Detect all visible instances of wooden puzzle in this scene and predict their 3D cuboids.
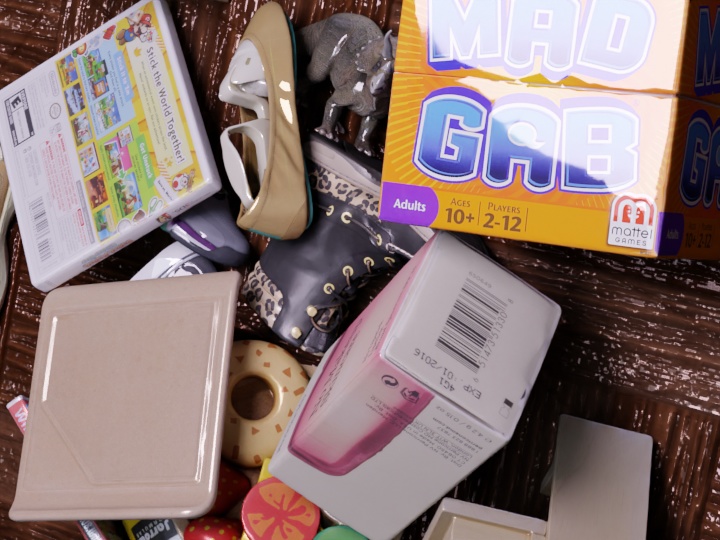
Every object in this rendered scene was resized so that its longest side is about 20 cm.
[{"bbox_3d":[-0.179,0.100,1.309,0.184,0.037,0.201,-5,64,27],"label":"wooden puzzle"}]

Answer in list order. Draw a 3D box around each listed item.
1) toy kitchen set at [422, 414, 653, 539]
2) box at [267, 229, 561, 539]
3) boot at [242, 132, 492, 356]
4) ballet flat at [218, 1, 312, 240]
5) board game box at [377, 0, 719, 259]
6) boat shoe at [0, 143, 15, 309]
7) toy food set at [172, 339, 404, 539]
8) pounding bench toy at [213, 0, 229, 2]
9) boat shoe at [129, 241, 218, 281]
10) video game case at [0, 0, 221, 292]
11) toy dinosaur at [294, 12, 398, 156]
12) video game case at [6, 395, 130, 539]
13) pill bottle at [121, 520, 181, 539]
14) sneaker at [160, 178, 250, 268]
[{"bbox_3d":[0.140,0.223,1.245,0.199,0.181,0.164,14,55,-3],"label":"toy kitchen set"},{"bbox_3d":[0.036,0.086,1.200,0.109,0.128,0.200,33,141,-7],"label":"box"},{"bbox_3d":[0.000,0.000,1.310,0.200,0.073,0.151,38,107,28],"label":"boot"},{"bbox_3d":[-0.078,-0.121,1.306,0.069,0.063,0.201,-41,53,56],"label":"ballet flat"},{"bbox_3d":[0.154,-0.119,1.149,0.199,0.199,0.201,9,95,28],"label":"board game box"},{"bbox_3d":[-0.360,-0.023,1.513,0.071,0.076,0.201,15,98,28],"label":"boat shoe"},{"bbox_3d":[-0.050,0.158,1.300,0.197,0.049,0.201,14,64,1],"label":"toy food set"},{"bbox_3d":[-0.198,-0.312,1.350,0.124,0.200,0.157,12,97,29],"label":"pounding bench toy"},{"bbox_3d":[-0.189,0.063,1.424,0.200,0.072,0.068,-43,69,15],"label":"boat shoe"},{"bbox_3d":[-0.215,-0.108,1.395,0.181,0.023,0.201,-29,59,17],"label":"video game case"},{"bbox_3d":[-0.005,-0.158,1.322,0.103,0.077,0.200,-59,33,13],"label":"toy dinosaur"},{"bbox_3d":[-0.214,0.200,1.396,0.017,0.143,0.200,-35,72,1],"label":"video game case"},{"bbox_3d":[-0.144,0.179,1.369,0.112,0.112,0.201,-36,73,25],"label":"pill bottle"},{"bbox_3d":[-0.149,-0.090,1.398,0.200,0.074,0.088,43,105,23],"label":"sneaker"}]
